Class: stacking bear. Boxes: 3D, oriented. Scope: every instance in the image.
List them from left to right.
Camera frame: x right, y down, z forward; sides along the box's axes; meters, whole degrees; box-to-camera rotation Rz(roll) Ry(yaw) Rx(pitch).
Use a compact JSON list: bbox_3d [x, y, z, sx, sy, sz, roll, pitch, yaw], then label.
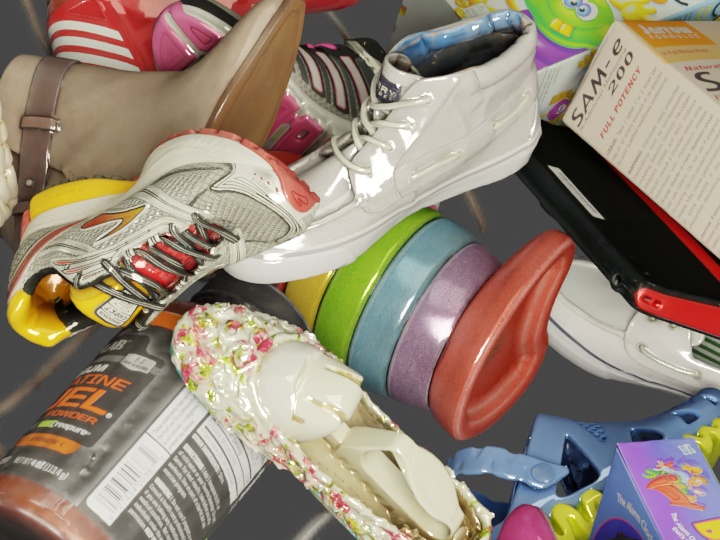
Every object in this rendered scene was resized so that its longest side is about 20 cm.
[{"bbox_3d":[0.000,0.000,1.211,0.200,0.122,0.114,30,46,18],"label":"stacking bear"}]

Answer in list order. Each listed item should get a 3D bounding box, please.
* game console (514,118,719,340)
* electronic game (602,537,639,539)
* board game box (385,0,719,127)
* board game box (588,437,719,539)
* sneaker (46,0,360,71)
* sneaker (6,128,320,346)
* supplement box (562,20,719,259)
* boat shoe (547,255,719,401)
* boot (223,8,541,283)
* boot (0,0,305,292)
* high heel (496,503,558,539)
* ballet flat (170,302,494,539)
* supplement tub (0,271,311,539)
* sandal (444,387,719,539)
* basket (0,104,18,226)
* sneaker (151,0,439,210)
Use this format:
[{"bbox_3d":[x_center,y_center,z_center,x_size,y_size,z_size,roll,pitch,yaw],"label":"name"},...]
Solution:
[{"bbox_3d":[0.168,-0.018,1.229,0.177,0.031,0.200,12,26,-35],"label":"game console"},{"bbox_3d":[0.131,0.226,1.023,0.042,0.200,0.200,-3,57,-16],"label":"electronic game"},{"bbox_3d":[0.129,-0.151,1.347,0.200,0.105,0.103,-24,64,-28],"label":"board game box"},{"bbox_3d":[0.164,0.199,1.060,0.045,0.135,0.200,-3,41,-17],"label":"board game box"},{"bbox_3d":[-0.089,-0.136,1.310,0.200,0.078,0.116,-6,65,-4],"label":"sneaker"},{"bbox_3d":[-0.100,-0.008,1.087,0.078,0.200,0.082,40,49,-32],"label":"sneaker"},{"bbox_3d":[0.230,-0.060,1.233,0.126,0.074,0.200,-7,42,-46],"label":"supplement box"},{"bbox_3d":[0.189,0.034,1.256,0.200,0.067,0.074,25,53,3],"label":"boat shoe"},{"bbox_3d":[0.008,-0.073,1.144,0.200,0.096,0.074,-28,50,-23],"label":"boot"},{"bbox_3d":[-0.131,-0.084,1.195,0.146,0.070,0.200,27,94,23],"label":"boot"},{"bbox_3d":[0.048,0.213,1.061,0.096,0.067,0.200,6,89,-20],"label":"high heel"},{"bbox_3d":[-0.006,0.081,1.085,0.200,0.064,0.076,42,57,-20],"label":"ballet flat"},{"bbox_3d":[-0.106,0.088,1.116,0.107,0.107,0.200,33,54,9],"label":"supplement tub"},{"bbox_3d":[0.121,0.108,1.183,0.200,0.080,0.087,-25,61,-30],"label":"sandal"},{"bbox_3d":[-0.297,-0.077,1.104,0.200,0.198,0.161,21,49,19],"label":"basket"},{"bbox_3d":[-0.032,-0.106,1.269,0.200,0.074,0.088,31,48,-20],"label":"sneaker"}]
